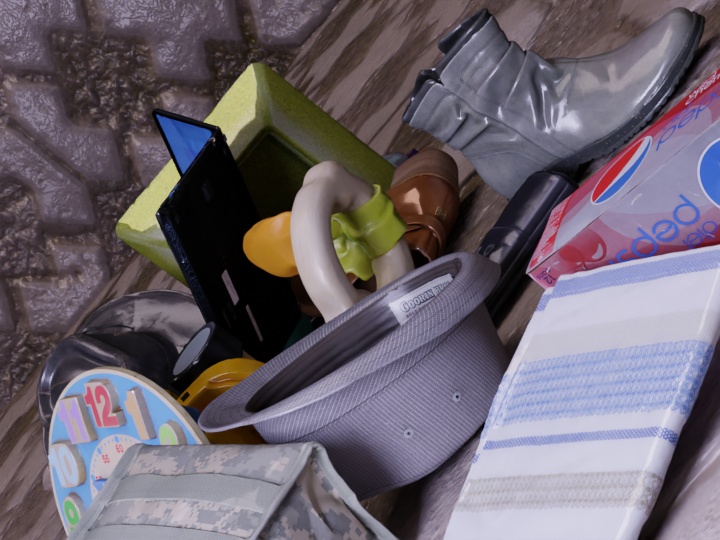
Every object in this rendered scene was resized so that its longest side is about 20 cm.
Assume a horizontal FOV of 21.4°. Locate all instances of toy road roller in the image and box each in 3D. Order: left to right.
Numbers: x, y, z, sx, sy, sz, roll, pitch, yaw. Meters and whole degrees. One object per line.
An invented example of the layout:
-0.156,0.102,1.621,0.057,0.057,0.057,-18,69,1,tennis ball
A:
-0.116,0.148,1.361,0.200,0.123,0.146,-47,16,16,toy road roller

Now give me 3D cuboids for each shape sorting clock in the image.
-0.148,0.161,1.284,0.039,0.201,0.200,-17,-15,-42,shape sorting clock

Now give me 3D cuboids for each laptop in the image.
-0.127,-0.015,1.505,0.103,0.178,0.200,-10,29,26,laptop

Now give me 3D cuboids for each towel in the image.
0.102,0.080,0.884,0.147,0.024,0.201,-15,44,56,towel

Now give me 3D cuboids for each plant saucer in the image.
-0.076,-0.044,1.655,0.200,0.200,0.048,-49,24,10,plant saucer

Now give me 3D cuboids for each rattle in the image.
-0.039,0.031,1.359,0.142,0.130,0.201,-11,59,18,rattle

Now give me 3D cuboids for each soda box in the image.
0.175,-0.045,0.952,0.200,0.070,0.064,-41,15,40,soda box

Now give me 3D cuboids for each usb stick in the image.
0.077,0.016,1.249,0.200,0.033,0.055,-54,18,-15,usb stick

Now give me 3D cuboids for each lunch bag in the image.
-0.100,0.197,1.047,0.164,0.118,0.200,-6,42,46,lunch bag

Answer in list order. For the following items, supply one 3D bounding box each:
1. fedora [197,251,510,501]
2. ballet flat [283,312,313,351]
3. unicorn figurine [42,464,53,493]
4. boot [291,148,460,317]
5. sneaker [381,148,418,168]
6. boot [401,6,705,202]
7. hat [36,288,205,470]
0.012,0.074,1.127,0.200,0.090,0.177,-35,9,-17,fedora
-0.081,0.079,1.570,0.067,0.067,0.200,-26,20,12,ballet flat
-0.285,0.188,2.017,0.138,0.074,0.200,-62,17,-2,unicorn figurine
0.000,0.000,1.516,0.200,0.074,0.155,-47,15,31,boot
-0.021,-0.042,1.779,0.200,0.075,0.088,-33,5,31,sneaker
0.124,-0.131,1.281,0.200,0.131,0.068,-44,13,32,boot
-0.202,0.092,1.525,0.200,0.081,0.201,-15,62,31,hat
